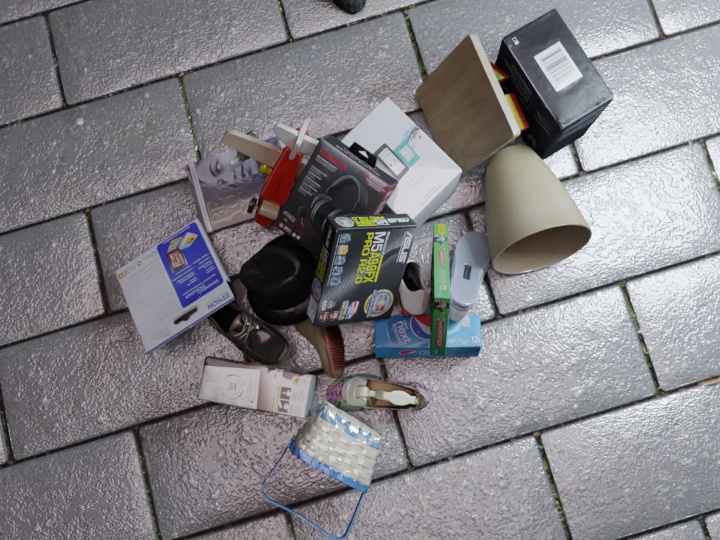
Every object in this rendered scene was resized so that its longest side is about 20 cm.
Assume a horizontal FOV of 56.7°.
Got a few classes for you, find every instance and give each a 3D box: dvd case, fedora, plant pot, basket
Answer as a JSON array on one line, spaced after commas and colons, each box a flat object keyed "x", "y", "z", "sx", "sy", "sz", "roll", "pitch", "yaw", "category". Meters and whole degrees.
[{"x": -0.241, "y": -0.172, "z": 1.347, "sx": 0.197, "sy": 0.016, "sz": 0.151, "roll": -17, "pitch": 81, "yaw": 0, "category": "dvd case"}, {"x": -0.152, "y": 0.006, "z": 1.241, "sx": 0.198, "sy": 0.091, "sz": 0.204, "roll": -8, "pitch": 72, "yaw": 27, "category": "fedora"}, {"x": 0.307, "y": -0.125, "z": 1.251, "sx": 0.184, "sy": 0.188, "sz": 0.203, "roll": -14, "pitch": 66, "yaw": 0, "category": "plant pot"}, {"x": -0.057, "y": 0.354, "z": 1.192, "sx": 0.175, "sy": 0.139, "sz": 0.202, "roll": 32, "pitch": 78, "yaw": -4, "category": "basket"}]

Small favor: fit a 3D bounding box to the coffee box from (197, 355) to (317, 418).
[{"x": -0.186, "y": 0.215, "z": 1.235, "sx": 0.197, "sy": 0.113, "sz": 0.081, "roll": 9, "pitch": 81, "yaw": 3, "category": "coffee box"}]

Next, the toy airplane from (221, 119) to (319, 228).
[{"x": -0.141, "y": -0.198, "z": 1.271, "sx": 0.196, "sy": 0.142, "sz": 0.202, "roll": -17, "pitch": 114, "yaw": 9, "category": "toy airplane"}]

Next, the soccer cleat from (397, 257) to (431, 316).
[{"x": 0.073, "y": -0.006, "z": 1.248, "sx": 0.068, "sy": 0.086, "sz": 0.201, "roll": -10, "pitch": 53, "yaw": -26, "category": "soccer cleat"}]

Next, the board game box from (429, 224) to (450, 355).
[{"x": 0.140, "y": 0.031, "z": 1.190, "sx": 0.029, "sy": 0.136, "sz": 0.201, "roll": 3, "pitch": 40, "yaw": 4, "category": "board game box"}]

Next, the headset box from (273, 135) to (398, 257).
[{"x": -0.038, "y": -0.126, "z": 1.174, "sx": 0.148, "sy": 0.077, "sz": 0.201, "roll": 35, "pitch": 110, "yaw": 5, "category": "headset box"}]

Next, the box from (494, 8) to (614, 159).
[{"x": 0.349, "y": -0.340, "z": 1.257, "sx": 0.116, "sy": 0.200, "sz": 0.198, "roll": -30, "pitch": 81, "yaw": -2, "category": "box"}]

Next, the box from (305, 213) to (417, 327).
[{"x": 0.000, "y": 0.000, "z": 1.156, "sx": 0.158, "sy": 0.202, "sz": 0.044, "roll": -4, "pitch": 36, "yaw": -29, "category": "box"}]

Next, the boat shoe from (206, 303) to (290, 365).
[{"x": -0.221, "y": 0.115, "z": 1.250, "sx": 0.198, "sy": 0.073, "sz": 0.075, "roll": 25, "pitch": 81, "yaw": 23, "category": "boat shoe"}]

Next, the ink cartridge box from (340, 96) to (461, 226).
[{"x": 0.068, "y": -0.190, "z": 1.272, "sx": 0.146, "sy": 0.147, "sz": 0.200, "roll": -43, "pitch": 81, "yaw": -4, "category": "ink cartridge box"}]

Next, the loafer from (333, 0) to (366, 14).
[{"x": -0.074, "y": -0.614, "z": 1.381, "sx": 0.198, "sy": 0.072, "sz": 0.073, "roll": 30, "pitch": 84, "yaw": 7, "category": "loafer"}]

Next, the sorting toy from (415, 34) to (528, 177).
[{"x": 0.216, "y": -0.309, "z": 1.271, "sx": 0.069, "sy": 0.200, "sz": 0.201, "roll": -20, "pitch": 83, "yaw": -29, "category": "sorting toy"}]

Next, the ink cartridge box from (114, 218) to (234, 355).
[{"x": -0.350, "y": 0.033, "z": 1.273, "sx": 0.196, "sy": 0.047, "sz": 0.201, "roll": -31, "pitch": 66, "yaw": 0, "category": "ink cartridge box"}]

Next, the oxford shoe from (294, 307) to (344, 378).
[{"x": -0.084, "y": 0.114, "z": 1.277, "sx": 0.074, "sy": 0.070, "sz": 0.203, "roll": -21, "pitch": 74, "yaw": 18, "category": "oxford shoe"}]

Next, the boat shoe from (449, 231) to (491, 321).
[{"x": 0.201, "y": 0.017, "z": 1.264, "sx": 0.074, "sy": 0.087, "sz": 0.204, "roll": 17, "pitch": 47, "yaw": 3, "category": "boat shoe"}]

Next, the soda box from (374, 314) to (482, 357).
[{"x": 0.125, "y": 0.124, "z": 1.254, "sx": 0.196, "sy": 0.068, "sz": 0.065, "roll": -1, "pitch": 67, "yaw": 2, "category": "soda box"}]

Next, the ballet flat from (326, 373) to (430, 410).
[{"x": 0.033, "y": 0.230, "z": 1.245, "sx": 0.196, "sy": 0.071, "sz": 0.070, "roll": 4, "pitch": 82, "yaw": 3, "category": "ballet flat"}]
